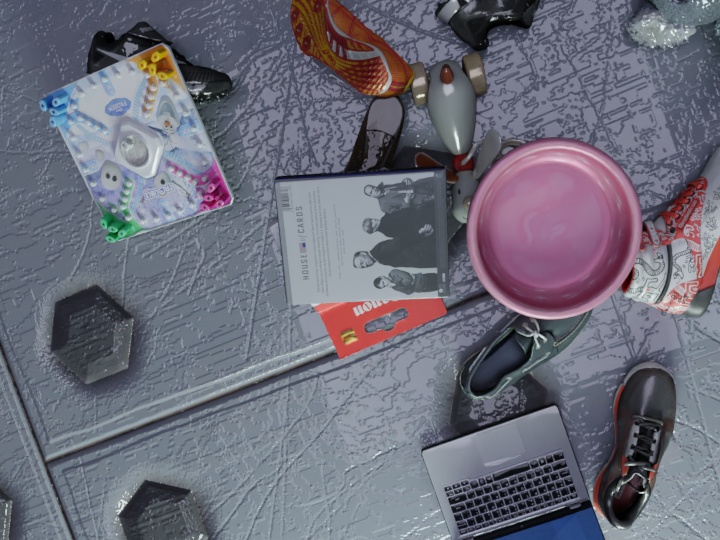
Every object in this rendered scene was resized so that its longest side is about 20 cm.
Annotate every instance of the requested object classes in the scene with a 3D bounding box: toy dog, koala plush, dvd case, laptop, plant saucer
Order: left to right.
[{"bbox_3d":[0.004,-0.038,0.865,0.194,0.025,0.155,-2,109,4],"label":"dvd case"},{"bbox_3d":[0.116,-0.164,0.875,0.130,0.096,0.203,-32,90,10],"label":"toy dog"},{"bbox_3d":[0.187,0.298,0.896,0.183,0.116,0.205,-20,92,9],"label":"laptop"},{"bbox_3d":[0.218,-0.049,0.859,0.194,0.051,0.207,1,103,5],"label":"plant saucer"},{"bbox_3d":[0.398,-0.306,0.807,0.196,0.183,0.182,17,110,27],"label":"koala plush"}]

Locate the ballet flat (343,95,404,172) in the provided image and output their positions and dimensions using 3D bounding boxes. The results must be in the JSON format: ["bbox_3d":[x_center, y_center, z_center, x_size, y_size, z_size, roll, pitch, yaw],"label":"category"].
[{"bbox_3d":[0.005,-0.122,0.927,0.066,0.046,0.205,18,103,-4],"label":"ballet flat"}]

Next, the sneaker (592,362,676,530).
[{"bbox_3d":[0.333,0.213,0.883,0.075,0.082,0.206,12,97,7],"label":"sneaker"}]

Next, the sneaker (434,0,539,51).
[{"bbox_3d":[0.187,-0.333,0.868,0.199,0.066,0.091,-38,92,14],"label":"sneaker"}]

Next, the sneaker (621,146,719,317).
[{"bbox_3d":[0.365,-0.055,0.862,0.105,0.067,0.207,13,99,5],"label":"sneaker"}]

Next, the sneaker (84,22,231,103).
[{"bbox_3d":[-0.254,-0.260,0.930,0.194,0.066,0.093,7,99,10],"label":"sneaker"}]

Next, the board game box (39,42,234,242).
[{"bbox_3d":[-0.277,-0.147,0.921,0.195,0.026,0.204,-14,110,22],"label":"board game box"}]

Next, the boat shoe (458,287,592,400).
[{"bbox_3d":[0.203,0.089,0.902,0.199,0.062,0.073,-38,87,9],"label":"boat shoe"}]

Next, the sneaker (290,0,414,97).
[{"bbox_3d":[-0.016,-0.270,0.898,0.201,0.076,0.074,51,122,22],"label":"sneaker"}]

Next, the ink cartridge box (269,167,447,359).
[{"bbox_3d":[0.000,0.000,0.912,0.158,0.050,0.204,-22,102,10],"label":"ink cartridge box"}]
